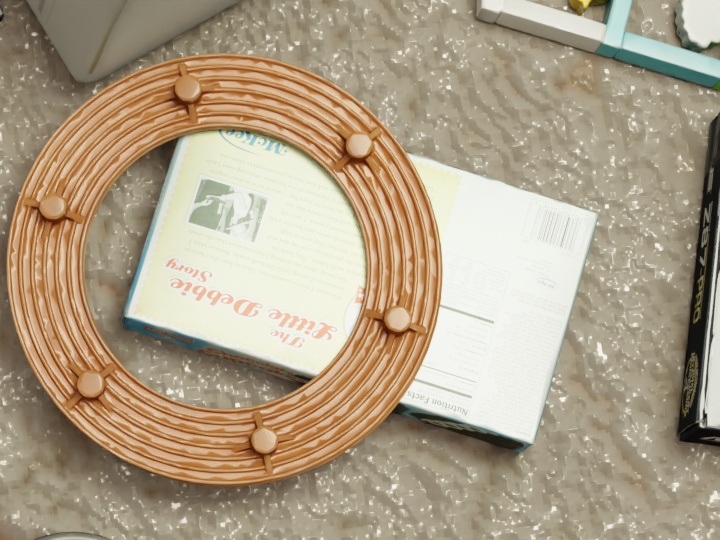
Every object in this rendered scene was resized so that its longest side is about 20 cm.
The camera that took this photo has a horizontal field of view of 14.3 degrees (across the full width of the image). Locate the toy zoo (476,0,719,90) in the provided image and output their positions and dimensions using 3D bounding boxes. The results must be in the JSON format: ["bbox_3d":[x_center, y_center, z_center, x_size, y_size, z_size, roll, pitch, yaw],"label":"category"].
[{"bbox_3d":[0.139,-0.166,1.400,0.200,0.020,0.131,17,78,-4],"label":"toy zoo"}]

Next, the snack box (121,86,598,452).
[{"bbox_3d":[0.000,0.000,1.346,0.200,0.037,0.116,18,79,-3],"label":"snack box"}]

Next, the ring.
[{"bbox_3d":[-0.061,-0.002,1.311,0.200,0.019,0.201,1,81,-4],"label":"ring"}]

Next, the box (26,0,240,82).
[{"bbox_3d":[-0.073,-0.222,1.286,0.199,0.200,0.171,-31,86,-19],"label":"box"}]

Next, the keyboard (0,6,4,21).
[{"bbox_3d":[-0.219,-0.203,1.368,0.127,0.021,0.200,-22,84,-9],"label":"keyboard"}]

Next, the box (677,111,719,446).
[{"bbox_3d":[0.258,0.015,1.367,0.200,0.049,0.162,9,76,-4],"label":"box"}]

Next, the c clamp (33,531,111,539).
[{"bbox_3d":[-0.109,0.207,1.301,0.171,0.027,0.200,30,77,-1],"label":"c clamp"}]
